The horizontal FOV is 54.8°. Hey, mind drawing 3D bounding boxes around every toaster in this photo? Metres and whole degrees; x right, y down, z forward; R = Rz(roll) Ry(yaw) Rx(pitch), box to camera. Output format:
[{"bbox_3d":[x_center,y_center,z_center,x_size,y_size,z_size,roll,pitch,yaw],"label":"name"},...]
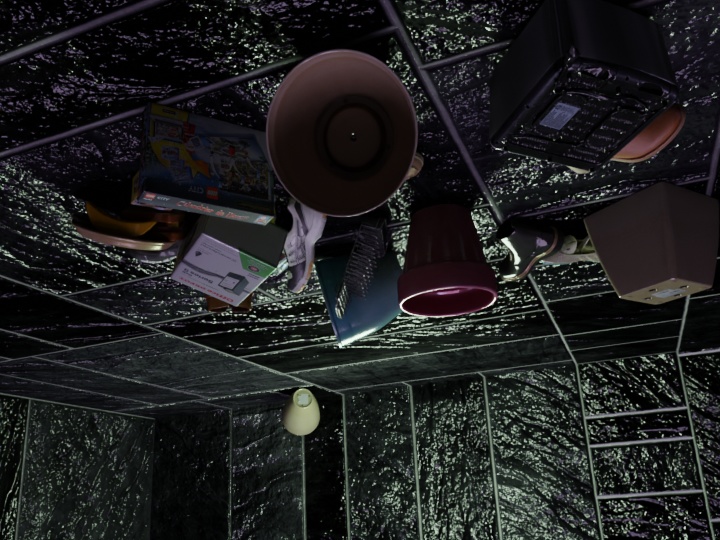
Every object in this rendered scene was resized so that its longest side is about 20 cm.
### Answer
[{"bbox_3d":[0.275,-0.231,0.869,0.176,0.122,0.200,8,153,-17],"label":"toaster"}]

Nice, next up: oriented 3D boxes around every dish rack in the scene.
[{"bbox_3d":[0.000,0.000,1.410,0.053,0.205,0.154,17,164,11],"label":"dish rack"}]

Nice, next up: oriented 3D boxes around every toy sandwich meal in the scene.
[{"bbox_3d":[-0.406,-0.088,1.231,0.199,0.072,0.205,13,-172,-2],"label":"toy sandwich meal"}]

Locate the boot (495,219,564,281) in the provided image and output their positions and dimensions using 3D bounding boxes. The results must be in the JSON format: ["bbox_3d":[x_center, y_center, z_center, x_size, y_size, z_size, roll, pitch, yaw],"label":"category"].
[{"bbox_3d":[0.328,-0.051,1.516,0.135,0.079,0.200,12,145,-23],"label":"boot"}]

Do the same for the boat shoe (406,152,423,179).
[{"bbox_3d":[0.010,-0.166,1.130,0.194,0.065,0.073,1,160,-14],"label":"boat shoe"}]

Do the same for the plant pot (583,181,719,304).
[{"bbox_3d":[0.601,-0.040,1.408,0.195,0.182,0.199,10,157,-31],"label":"plant pot"}]

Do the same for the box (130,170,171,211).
[{"bbox_3d":[-0.305,-0.159,1.120,0.074,0.052,0.199,9,157,-32],"label":"box"}]

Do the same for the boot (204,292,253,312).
[{"bbox_3d":[-0.313,0.010,1.430,0.194,0.160,0.077,4,161,-20],"label":"boot"}]

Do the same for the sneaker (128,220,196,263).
[{"bbox_3d":[-0.359,-0.062,1.356,0.194,0.068,0.091,-6,165,-4],"label":"sneaker"}]

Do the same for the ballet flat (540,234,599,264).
[{"bbox_3d":[0.484,-0.054,1.555,0.194,0.068,0.063,-2,132,-14],"label":"ballet flat"}]

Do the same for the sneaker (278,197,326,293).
[{"bbox_3d":[-0.126,-0.053,1.329,0.085,0.076,0.204,9,118,-14],"label":"sneaker"}]

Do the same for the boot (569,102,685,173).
[{"bbox_3d":[0.367,-0.218,1.036,0.197,0.076,0.153,-25,145,35],"label":"boot"}]

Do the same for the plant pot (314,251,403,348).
[{"bbox_3d":[0.010,0.048,1.564,0.183,0.205,0.201,-18,161,-2],"label":"plant pot"}]

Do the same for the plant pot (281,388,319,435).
[{"bbox_3d":[-0.268,0.627,3.186,0.181,0.192,0.202,0,147,-10],"label":"plant pot"}]

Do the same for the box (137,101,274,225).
[{"bbox_3d":[-0.222,-0.153,1.017,0.195,0.141,0.037,9,158,-31],"label":"box"}]

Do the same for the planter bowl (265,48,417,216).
[{"bbox_3d":[-0.017,-0.181,0.932,0.194,0.207,0.135,-6,-172,8],"label":"planter bowl"}]

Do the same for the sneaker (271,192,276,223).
[{"bbox_3d":[-0.205,-0.080,1.314,0.073,0.079,0.200,2,159,-15],"label":"sneaker"}]

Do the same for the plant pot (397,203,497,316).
[{"bbox_3d":[0.167,-0.023,1.382,0.194,0.184,0.201,-2,161,-1],"label":"plant pot"}]

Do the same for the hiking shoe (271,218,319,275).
[{"bbox_3d":[-0.142,-0.038,1.448,0.084,0.077,0.200,4,159,-19],"label":"hiking shoe"}]

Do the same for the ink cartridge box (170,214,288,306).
[{"bbox_3d":[-0.238,-0.028,1.243,0.143,0.086,0.199,25,147,-20],"label":"ink cartridge box"}]
